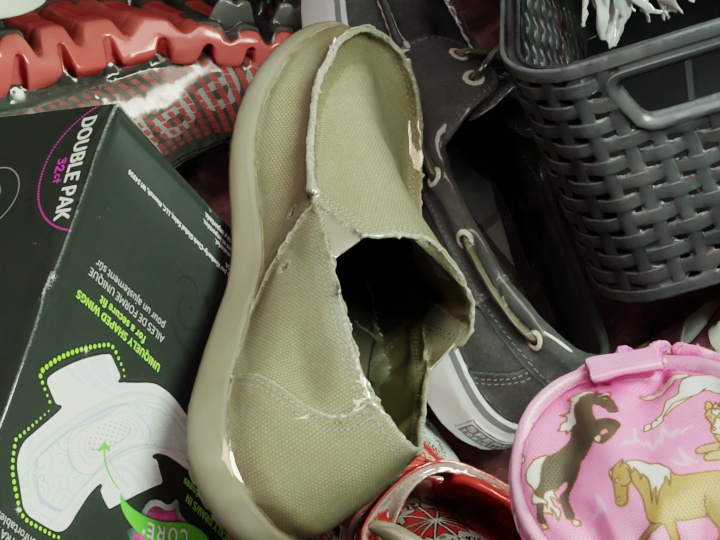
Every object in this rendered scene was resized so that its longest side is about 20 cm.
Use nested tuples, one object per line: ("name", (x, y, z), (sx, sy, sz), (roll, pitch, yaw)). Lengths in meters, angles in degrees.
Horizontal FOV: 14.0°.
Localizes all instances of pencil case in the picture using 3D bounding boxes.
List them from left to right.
("pencil case", (0.110, 0.101, 0.839), (0.083, 0.200, 0.087), (30, 72, 40))

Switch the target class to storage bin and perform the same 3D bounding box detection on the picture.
("storage bin", (0.124, -0.093, 0.963), (0.135, 0.094, 0.200), (-16, 33, 14))

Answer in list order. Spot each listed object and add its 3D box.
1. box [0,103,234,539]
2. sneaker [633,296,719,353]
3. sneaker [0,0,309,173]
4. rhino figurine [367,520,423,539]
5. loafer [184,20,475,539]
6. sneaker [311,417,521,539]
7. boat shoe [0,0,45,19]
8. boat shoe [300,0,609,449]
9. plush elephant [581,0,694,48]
("box", (-0.126, 0.070, 0.889), (0.148, 0.124, 0.200), (-5, 53, 34))
("sneaker", (0.135, 0.022, 0.947), (0.200, 0.090, 0.075), (-32, 62, -16))
("sneaker", (-0.089, -0.052, 1.020), (0.200, 0.098, 0.071), (-7, 18, -27))
("rhino figurine", (0.031, 0.162, 0.826), (0.087, 0.200, 0.060), (-10, 17, 22))
("loafer", (0.000, 0.000, 0.892), (0.068, 0.076, 0.200), (-15, 45, 26))
("sneaker", (0.012, 0.073, 0.914), (0.067, 0.108, 0.201), (-28, 60, -13))
("boat shoe", (-0.133, -0.123, 0.973), (0.072, 0.060, 0.202), (4, 17, 3))
("boat shoe", (0.036, -0.041, 0.982), (0.066, 0.070, 0.200), (-33, 57, 35))
("plush elephant", (0.085, -0.180, 0.898), (0.164, 0.200, 0.155), (-9, 11, 22))
